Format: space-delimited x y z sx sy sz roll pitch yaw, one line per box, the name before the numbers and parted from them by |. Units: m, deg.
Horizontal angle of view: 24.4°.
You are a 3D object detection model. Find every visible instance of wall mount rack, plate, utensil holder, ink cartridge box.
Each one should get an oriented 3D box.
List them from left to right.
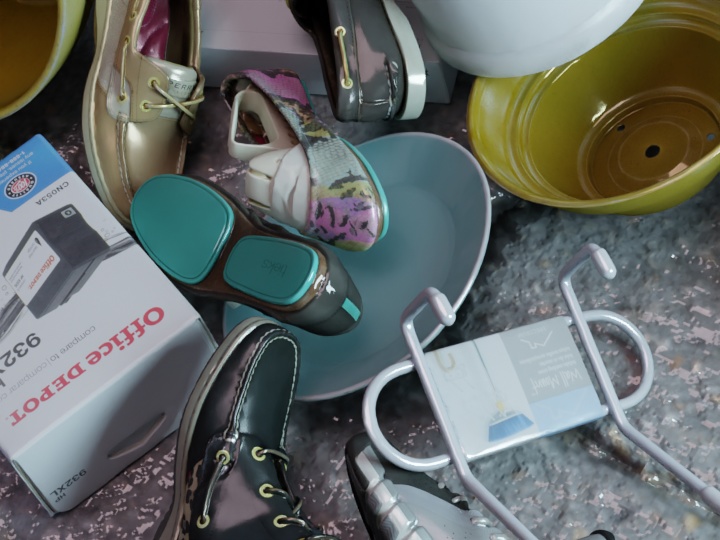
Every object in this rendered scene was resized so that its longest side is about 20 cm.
ink cartridge box | -0.200 0.031 1.063 0.145 0.084 0.200 -37 57 -12
plate | 0.000 0.000 1.043 0.200 0.026 0.201 -22 44 24
utensil holder | 0.078 -0.248 1.027 0.169 0.200 0.170 -17 48 19
wall mount rack | 0.109 0.081 0.928 0.199 0.075 0.174 -14 73 -27

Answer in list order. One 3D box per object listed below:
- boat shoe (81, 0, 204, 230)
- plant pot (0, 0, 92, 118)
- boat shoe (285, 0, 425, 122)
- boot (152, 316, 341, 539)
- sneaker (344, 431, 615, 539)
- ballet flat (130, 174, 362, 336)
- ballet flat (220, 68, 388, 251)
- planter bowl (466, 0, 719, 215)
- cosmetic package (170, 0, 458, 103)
boat shoe | -0.141 -0.128 1.123 0.066 0.074 0.201 -9 81 42
plant pot | -0.267 -0.222 1.188 0.199 0.201 0.142 7 26 18
boat shoe | -0.017 -0.182 1.101 0.060 0.072 0.202 -11 57 -18
boot | -0.035 0.137 0.920 0.153 0.073 0.204 13 83 38
sneaker | 0.079 0.158 0.929 0.115 0.075 0.200 -26 64 -12
ballet flat | -0.070 -0.002 1.031 0.200 0.068 0.068 30 86 47
ballet flat | -0.047 -0.072 1.064 0.071 0.069 0.200 -1 33 -22
planter bowl | 0.174 -0.096 1.046 0.200 0.084 0.201 -17 47 19
cosmetic package | -0.019 -0.199 1.191 0.199 0.052 0.151 6 58 17
